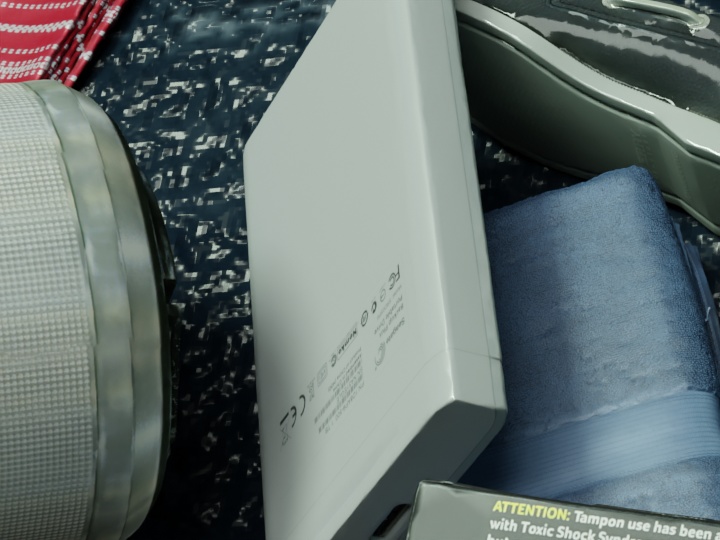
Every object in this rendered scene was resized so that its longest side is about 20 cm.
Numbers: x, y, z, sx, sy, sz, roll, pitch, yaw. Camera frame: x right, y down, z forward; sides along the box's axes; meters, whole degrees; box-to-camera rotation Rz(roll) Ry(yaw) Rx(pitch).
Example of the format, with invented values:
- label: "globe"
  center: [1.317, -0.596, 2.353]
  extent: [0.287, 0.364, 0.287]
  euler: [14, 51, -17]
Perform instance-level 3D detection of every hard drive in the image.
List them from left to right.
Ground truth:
- label: "hard drive"
  center: [0.000, 0.000, 0.875]
  extent: [0.027, 0.132, 0.200]
  euler: [13, 48, -22]

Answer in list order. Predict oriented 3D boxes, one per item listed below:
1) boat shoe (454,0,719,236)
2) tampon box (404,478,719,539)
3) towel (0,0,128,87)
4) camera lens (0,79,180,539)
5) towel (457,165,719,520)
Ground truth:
- label: "boat shoe"
  center: [0.097, -0.066, 0.917]
  extent: [0.200, 0.076, 0.060]
  euler: [30, 68, 24]
- label: "tampon box"
  center: [0.071, 0.174, 0.660]
  extent: [0.126, 0.150, 0.201]
  euler: [7, 72, 22]
- label: "towel"
  center: [-0.162, -0.114, 1.084]
  extent: [0.144, 0.023, 0.200]
  euler: [13, 60, 30]
- label: "camera lens"
  center: [-0.167, 0.024, 0.854]
  extent: [0.199, 0.160, 0.160]
  euler: [-6, 46, -20]
- label: "towel"
  center: [0.068, 0.065, 0.839]
  extent: [0.111, 0.049, 0.200]
  euler: [-16, 51, 10]
